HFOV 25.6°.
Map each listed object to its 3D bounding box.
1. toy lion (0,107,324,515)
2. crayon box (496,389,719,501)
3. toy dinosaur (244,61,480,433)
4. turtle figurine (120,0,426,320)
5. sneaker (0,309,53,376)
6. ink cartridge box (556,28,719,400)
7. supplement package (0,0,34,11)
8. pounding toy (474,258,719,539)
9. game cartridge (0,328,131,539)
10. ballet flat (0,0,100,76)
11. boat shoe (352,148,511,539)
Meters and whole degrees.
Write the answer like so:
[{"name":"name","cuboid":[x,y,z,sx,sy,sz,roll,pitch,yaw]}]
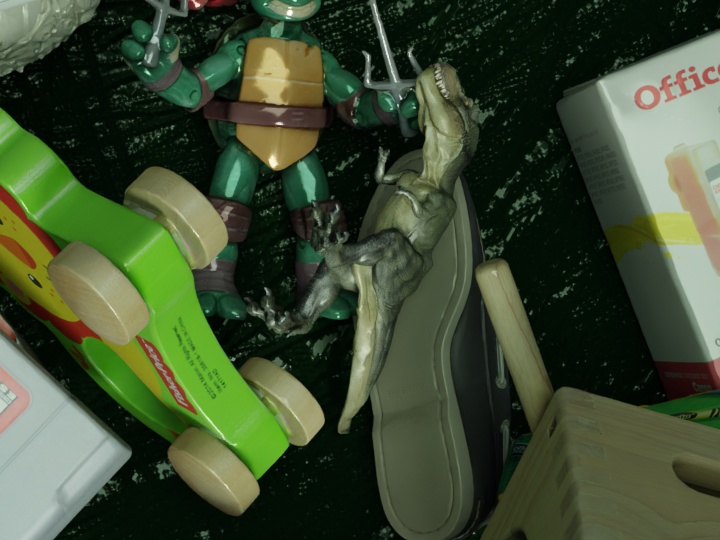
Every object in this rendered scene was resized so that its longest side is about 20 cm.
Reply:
[{"name":"toy lion","cuboid":[-0.128,0.005,0.736,0.069,0.192,0.200,-47,135,-23]},{"name":"crayon box","cuboid":[0.181,0.121,0.761,0.200,0.058,0.119,-16,111,23]},{"name":"toy dinosaur","cuboid":[0.000,0.000,0.744,0.088,0.047,0.200,-1,120,-43]},{"name":"turtle figurine","cuboid":[-0.039,-0.078,0.779,0.150,0.101,0.200,2,100,-2]},{"name":"sneaker","cuboid":[-0.242,0.019,0.758,0.108,0.067,0.201,-38,96,-11]},{"name":"ink cartridge box","cuboid":[0.208,-0.028,0.822,0.145,0.083,0.200,-22,91,-9]},{"name":"supplement package","cuboid":[-0.154,-0.213,0.655,0.200,0.191,0.147,-29,129,-43]},{"name":"pounding toy","cuboid":[0.116,0.129,0.684,0.200,0.142,0.184,16,121,-9]},{"name":"game cartridge","cuboid":[-0.220,0.064,0.714,0.200,0.041,0.133,44,85,-11]},{"name":"ballet flat","cuboid":[-0.204,-0.107,0.716,0.200,0.072,0.072,-24,91,-11]},{"name":"boat shoe","cuboid":[0.043,0.039,0.817,0.063,0.073,0.200,7,78,-51]}]
